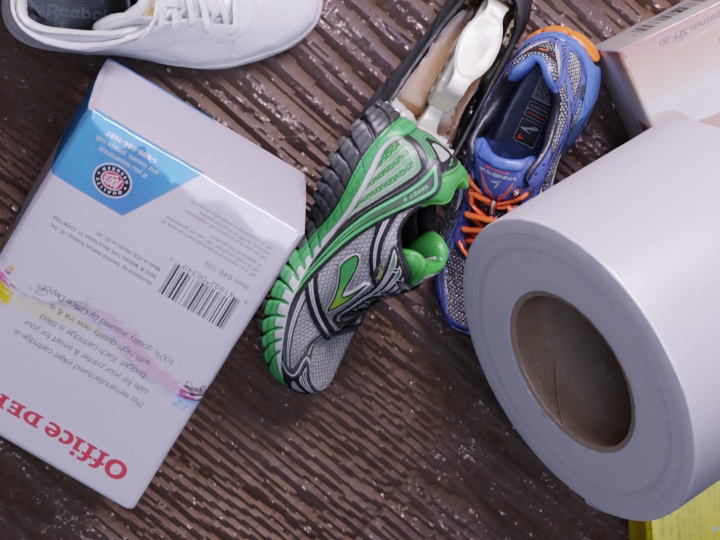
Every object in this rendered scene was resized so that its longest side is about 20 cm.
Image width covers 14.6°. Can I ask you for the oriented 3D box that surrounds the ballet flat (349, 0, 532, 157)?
[{"bbox_3d":[0.042,-0.102,1.743,0.068,0.068,0.201,27,93,-7],"label":"ballet flat"}]

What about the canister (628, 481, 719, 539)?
[{"bbox_3d":[0.273,0.150,1.791,0.199,0.087,0.149,-4,98,-4],"label":"canister"}]

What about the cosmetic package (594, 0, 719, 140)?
[{"bbox_3d":[0.234,-0.070,1.758,0.103,0.087,0.201,-27,99,-4],"label":"cosmetic package"}]

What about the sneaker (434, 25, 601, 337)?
[{"bbox_3d":[0.087,-0.055,1.737,0.075,0.078,0.201,17,99,17],"label":"sneaker"}]

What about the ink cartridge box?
[{"bbox_3d":[-0.144,0.006,1.681,0.146,0.146,0.201,31,103,-9],"label":"ink cartridge box"}]

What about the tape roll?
[{"bbox_3d":[0.176,0.029,1.673,0.139,0.202,0.204,-29,100,-28],"label":"tape roll"}]

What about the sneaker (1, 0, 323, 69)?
[{"bbox_3d":[-0.116,-0.156,1.697,0.199,0.116,0.074,-3,95,-7],"label":"sneaker"}]

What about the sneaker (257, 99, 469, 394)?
[{"bbox_3d":[0.000,0.000,1.714,0.085,0.078,0.201,33,123,13],"label":"sneaker"}]
